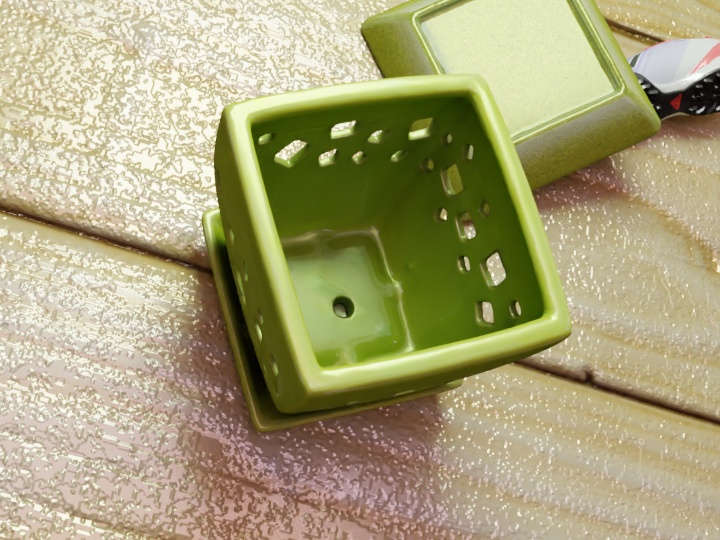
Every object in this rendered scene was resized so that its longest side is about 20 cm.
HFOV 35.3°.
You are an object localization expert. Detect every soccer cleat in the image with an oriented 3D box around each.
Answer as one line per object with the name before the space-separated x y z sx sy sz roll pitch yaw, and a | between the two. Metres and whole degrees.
soccer cleat | 0.260 -0.171 1.030 0.198 0.069 0.073 -14 45 -16

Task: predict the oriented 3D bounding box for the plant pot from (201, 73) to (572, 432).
plant pot | 0.000 0.000 0.791 0.197 0.182 0.202 -10 72 -23

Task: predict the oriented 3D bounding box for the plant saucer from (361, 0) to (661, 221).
plant saucer | 0.129 -0.172 0.948 0.198 0.048 0.201 -24 78 -7
